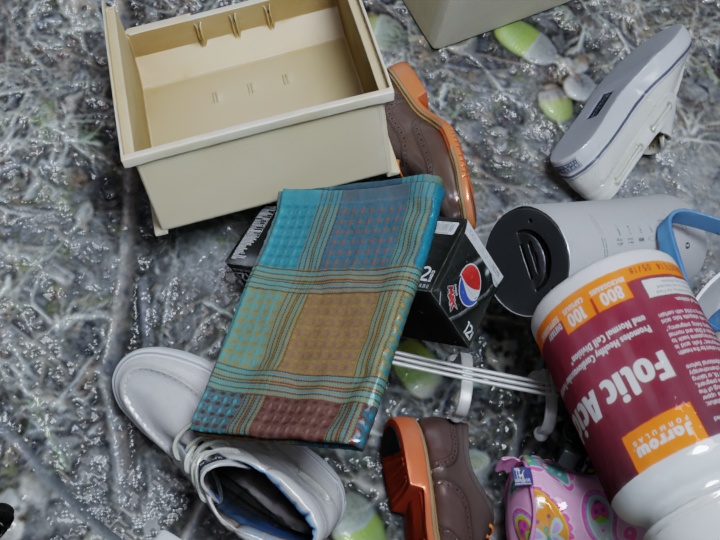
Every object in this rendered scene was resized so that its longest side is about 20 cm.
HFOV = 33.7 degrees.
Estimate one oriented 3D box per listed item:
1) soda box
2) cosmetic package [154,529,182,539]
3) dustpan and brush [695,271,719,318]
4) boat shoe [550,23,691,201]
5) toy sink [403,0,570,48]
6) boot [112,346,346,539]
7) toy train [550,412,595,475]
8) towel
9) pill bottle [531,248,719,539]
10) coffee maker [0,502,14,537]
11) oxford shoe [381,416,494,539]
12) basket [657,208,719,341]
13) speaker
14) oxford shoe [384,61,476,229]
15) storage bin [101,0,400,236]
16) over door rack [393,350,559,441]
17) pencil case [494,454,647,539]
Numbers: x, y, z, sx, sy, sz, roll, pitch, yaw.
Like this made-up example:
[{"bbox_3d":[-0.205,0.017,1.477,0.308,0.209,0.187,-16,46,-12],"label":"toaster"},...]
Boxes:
[{"bbox_3d":[0.000,0.000,0.869,0.198,0.071,0.064,8,58,40],"label":"soda box"},{"bbox_3d":[-0.072,0.257,0.752,0.198,0.074,0.102,19,60,33],"label":"cosmetic package"},{"bbox_3d":[0.292,0.066,0.968,0.198,0.057,0.141,-13,80,-23],"label":"dustpan and brush"},{"bbox_3d":[0.243,-0.135,1.046,0.070,0.071,0.201,49,59,-17],"label":"boat shoe"},{"bbox_3d":[0.135,-0.308,1.064,0.198,0.131,0.113,-23,70,-18],"label":"toy sink"},{"bbox_3d":[-0.099,0.123,0.830,0.199,0.096,0.074,32,96,5],"label":"boot"},{"bbox_3d":[0.182,0.081,0.905,0.045,0.034,0.201,22,39,3],"label":"toy train"},{"bbox_3d":[-0.028,0.023,0.801,0.145,0.022,0.202,-2,56,36],"label":"towel"},{"bbox_3d":[0.201,0.098,0.790,0.113,0.115,0.202,-13,60,-16],"label":"pill bottle"},{"bbox_3d":[-0.359,0.151,0.759,0.200,0.135,0.192,43,66,11],"label":"coffee maker"},{"bbox_3d":[0.069,0.199,0.852,0.072,0.071,0.203,-2,67,-19],"label":"oxford shoe"},{"bbox_3d":[0.309,0.052,0.874,0.174,0.139,0.202,10,58,-16],"label":"basket"},{"bbox_3d":[0.185,-0.015,0.916,0.198,0.081,0.082,-8,63,-45],"label":"speaker"},{"bbox_3d":[0.038,-0.092,0.961,0.072,0.072,0.201,-20,41,-6],"label":"oxford shoe"},{"bbox_3d":[-0.087,-0.149,0.927,0.197,0.094,0.200,-15,52,-2],"label":"storage bin"},{"bbox_3d":[0.083,0.035,0.937,0.146,0.067,0.202,12,50,-5],"label":"over door rack"},{"bbox_3d":[0.200,0.176,0.877,0.197,0.088,0.089,2,65,-8],"label":"pencil case"}]
